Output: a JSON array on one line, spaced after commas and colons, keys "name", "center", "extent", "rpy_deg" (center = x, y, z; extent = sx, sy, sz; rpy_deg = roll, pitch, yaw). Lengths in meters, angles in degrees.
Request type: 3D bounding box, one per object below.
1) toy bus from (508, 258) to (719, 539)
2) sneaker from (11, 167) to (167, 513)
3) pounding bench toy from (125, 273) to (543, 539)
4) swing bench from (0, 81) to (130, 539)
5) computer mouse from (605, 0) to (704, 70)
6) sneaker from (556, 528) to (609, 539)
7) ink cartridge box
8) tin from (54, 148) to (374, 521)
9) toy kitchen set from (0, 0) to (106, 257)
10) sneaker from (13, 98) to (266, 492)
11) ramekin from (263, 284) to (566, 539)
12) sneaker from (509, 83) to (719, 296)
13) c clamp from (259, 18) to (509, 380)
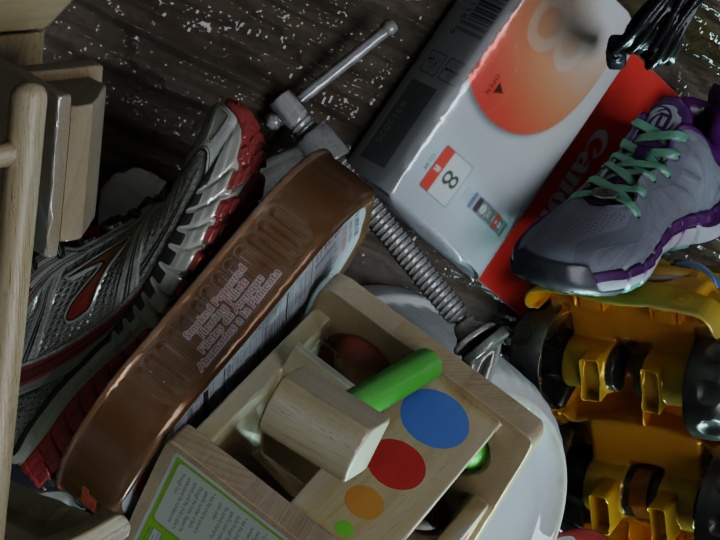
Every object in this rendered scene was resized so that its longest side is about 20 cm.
[{"name": "toy bus", "center": [0.188, 0.061, 1.609], "extent": [0.192, 0.136, 0.200], "rpy_deg": [-44, 135, -43]}, {"name": "sneaker", "center": [-0.125, 0.058, 1.369], "extent": [0.130, 0.079, 0.199], "rpy_deg": [-34, 139, -34]}, {"name": "pounding bench toy", "center": [-0.001, 0.082, 1.280], "extent": [0.156, 0.124, 0.200], "rpy_deg": [-46, 168, -40]}, {"name": "swing bench", "center": [-0.212, 0.025, 1.172], "extent": [0.130, 0.199, 0.200], "rpy_deg": [-17, 106, -33]}, {"name": "computer mouse", "center": [0.183, -0.157, 1.480], "extent": [0.046, 0.200, 0.140], "rpy_deg": [38, 102, -4]}, {"name": "sneaker", "center": [0.091, 0.245, 1.550], "extent": [0.200, 0.116, 0.078], "rpy_deg": [-50, 135, 8]}, {"name": "ink cartridge box", "center": [0.101, -0.065, 1.526], "extent": [0.200, 0.050, 0.162], "rpy_deg": [38, 84, -41]}, {"name": "tin", "center": [-0.063, 0.031, 1.290], "extent": [0.200, 0.042, 0.112], "rpy_deg": [-51, 167, -15]}, {"name": "toy kitchen set", "center": [-0.106, -0.086, 1.261], "extent": [0.180, 0.163, 0.200], "rpy_deg": [-8, 115, -38]}, {"name": "sneaker", "center": [-0.115, 0.003, 1.294], "extent": [0.200, 0.082, 0.078], "rpy_deg": [-53, 173, 7]}, {"name": "ramekin", "center": [0.017, 0.119, 1.502], "extent": [0.200, 0.105, 0.200], "rpy_deg": [-18, 121, -33]}, {"name": "sneaker", "center": [0.142, -0.048, 1.523], "extent": [0.200, 0.074, 0.088], "rpy_deg": [-27, 128, -57]}, {"name": "c clamp", "center": [0.000, 0.000, 1.412], "extent": [0.171, 0.027, 0.200], "rpy_deg": [-33, 86, -5]}]
